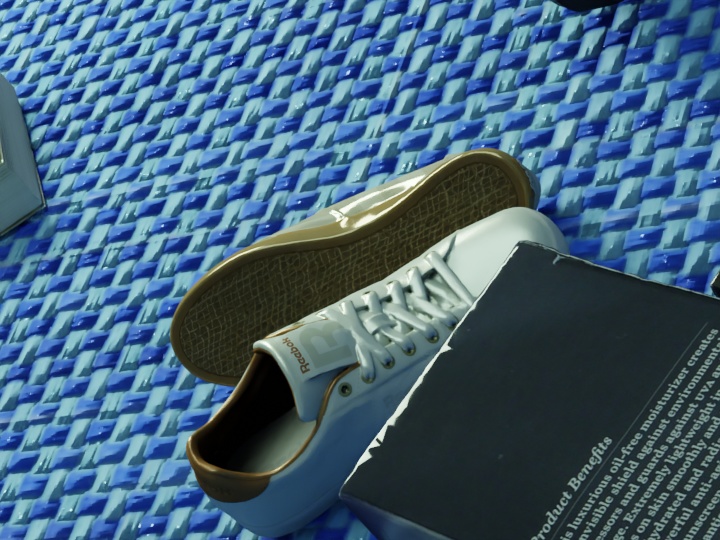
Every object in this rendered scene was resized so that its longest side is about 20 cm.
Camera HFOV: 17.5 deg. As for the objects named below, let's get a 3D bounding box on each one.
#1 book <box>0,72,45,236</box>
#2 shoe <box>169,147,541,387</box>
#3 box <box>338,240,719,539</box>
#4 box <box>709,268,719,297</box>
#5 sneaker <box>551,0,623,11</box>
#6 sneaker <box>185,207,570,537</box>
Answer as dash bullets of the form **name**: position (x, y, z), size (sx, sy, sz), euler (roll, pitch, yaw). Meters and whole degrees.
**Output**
- **book**: position (-0.289, -0.031, 1.418), size (0.200, 0.048, 0.134), euler (-35, 33, 9)
- **shoe**: position (0.000, 0.000, 1.135), size (0.200, 0.070, 0.053), euler (-25, 2, 17)
- **box**: position (0.133, 0.111, 0.784), size (0.198, 0.200, 0.123), euler (18, 64, 49)
- **box**: position (0.257, -0.022, 0.953), size (0.200, 0.036, 0.143), euler (12, 60, 47)
- **sneaker**: position (0.108, -0.188, 1.233), size (0.087, 0.074, 0.200), euler (-24, 27, 34)
- **sneaker**: position (0.008, 0.040, 1.046), size (0.200, 0.085, 0.073), euler (-42, 58, 1)
